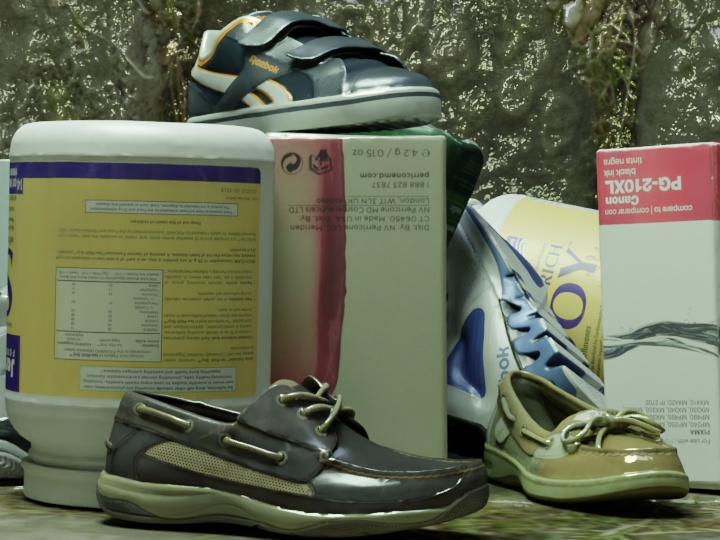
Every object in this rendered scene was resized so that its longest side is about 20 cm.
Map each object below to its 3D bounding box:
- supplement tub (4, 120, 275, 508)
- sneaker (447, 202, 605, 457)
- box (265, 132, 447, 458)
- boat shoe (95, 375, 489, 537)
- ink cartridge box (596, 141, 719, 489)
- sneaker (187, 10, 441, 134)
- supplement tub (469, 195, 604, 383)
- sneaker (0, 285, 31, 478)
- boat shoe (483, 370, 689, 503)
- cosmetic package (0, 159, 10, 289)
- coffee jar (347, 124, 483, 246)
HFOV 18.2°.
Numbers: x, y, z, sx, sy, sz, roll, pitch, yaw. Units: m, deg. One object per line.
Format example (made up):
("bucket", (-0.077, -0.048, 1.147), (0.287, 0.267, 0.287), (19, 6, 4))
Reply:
("supplement tub", (-0.119, 0.022, 1.219), (0.145, 0.201, 0.145), (2, 1, 0))
("sneaker", (0.072, 0.052, 1.447), (0.115, 0.200, 0.081), (-37, -46, 12))
("box", (-0.005, 0.022, 1.317), (0.108, 0.201, 0.128), (0, 0, -1))
("boat shoe", (-0.036, 0.089, 1.102), (0.199, 0.074, 0.074), (1, 1, 13))
("ink cartridge box", (0.213, 0.027, 1.363), (0.084, 0.201, 0.145), (-2, -1, 35))
("sneaker", (-0.034, -0.117, 1.333), (0.078, 0.080, 0.200), (-1, 0, -45))
("supplement tub", (0.144, 0.027, 1.591), (0.199, 0.146, 0.145), (12, 5, 19))
("sneaker", (-0.157, 0.061, 1.337), (0.199, 0.115, 0.075), (0, 2, -45))
("boat shoe", (0.123, 0.094, 1.269), (0.073, 0.063, 0.201), (1, 1, -15))
("cosmetic package", (-0.143, 0.007, 1.439), (0.199, 0.152, 0.052), (1, -1, -39))
("coffee jar", (0.000, 0.000, 1.428), (0.104, 0.201, 0.085), (18, 0, 19))
